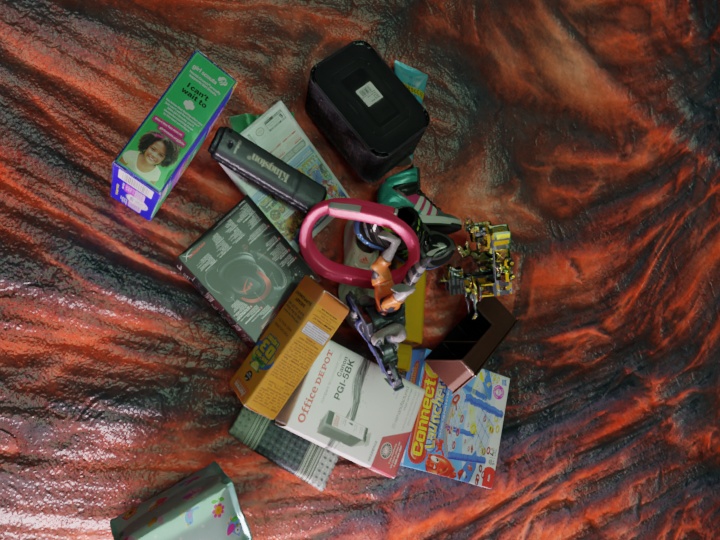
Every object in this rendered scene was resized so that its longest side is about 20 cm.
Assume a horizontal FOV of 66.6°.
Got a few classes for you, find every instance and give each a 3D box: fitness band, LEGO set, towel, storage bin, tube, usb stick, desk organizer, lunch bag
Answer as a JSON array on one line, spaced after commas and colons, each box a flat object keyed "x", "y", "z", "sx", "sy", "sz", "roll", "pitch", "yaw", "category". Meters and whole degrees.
[{"x": -0.002, "y": -0.040, "z": 0.866, "sx": 0.194, "sy": 0.146, "sz": 0.038, "roll": 12, "pitch": 39, "yaw": 7, "category": "fitness band"}, {"x": 0.195, "y": -0.017, "z": 0.979, "sx": 0.112, "sy": 0.200, "sz": 0.158, "roll": -6, "pitch": 105, "yaw": 2, "category": "LEGO set"}, {"x": -0.091, "y": 0.221, "z": 0.899, "sx": 0.191, "sy": 0.034, "sz": 0.203, "roll": 34, "pitch": 71, "yaw": -13, "category": "towel"}, {"x": 0.009, "y": -0.278, "z": 0.957, "sx": 0.134, "sy": 0.094, "sz": 0.201, "roll": -38, "pitch": 84, "yaw": -20, "category": "storage bin"}, {"x": 0.087, "y": -0.304, "z": 1.056, "sx": 0.076, "sy": 0.050, "sz": 0.206, "roll": 17, "pitch": 71, "yaw": -27, "category": "tube"}, {"x": -0.140, "y": -0.152, "z": 0.855, "sx": 0.197, "sy": 0.032, "sz": 0.057, "roll": 30, "pitch": 81, "yaw": -23, "category": "usb stick"}, {"x": 0.201, "y": 0.124, "z": 0.979, "sx": 0.077, "sy": 0.072, "sz": 0.199, "roll": 46, "pitch": 43, "yaw": 9, "category": "desk organizer"}, {"x": -0.228, "y": 0.405, "z": 0.754, "sx": 0.167, "sy": 0.121, "sz": 0.205, "roll": -22, "pitch": 99, "yaw": -28, "category": "lunch bag"}]

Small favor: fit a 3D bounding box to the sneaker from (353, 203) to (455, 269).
[{"x": 0.083, "y": -0.057, "z": 0.910, "sx": 0.196, "sy": 0.082, "sz": 0.073, "roll": 19, "pitch": 62, "yaw": -27, "category": "sneaker"}]

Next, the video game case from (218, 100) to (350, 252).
[{"x": -0.121, "y": -0.148, "z": 0.893, "sx": 0.143, "sy": 0.018, "sz": 0.202, "roll": -44, "pitch": 109, "yaw": -18, "category": "video game case"}]

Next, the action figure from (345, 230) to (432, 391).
[{"x": 0.053, "y": 0.072, "z": 0.826, "sx": 0.102, "sy": 0.196, "sz": 0.202, "roll": -12, "pitch": 49, "yaw": -20, "category": "action figure"}]

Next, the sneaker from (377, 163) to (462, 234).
[{"x": 0.106, "y": -0.132, "z": 1.017, "sx": 0.196, "sy": 0.083, "sz": 0.124, "roll": 5, "pitch": 73, "yaw": -38, "category": "sneaker"}]

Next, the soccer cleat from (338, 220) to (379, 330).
[{"x": 0.000, "y": 0.000, "z": 0.945, "sx": 0.067, "sy": 0.077, "sz": 0.206, "roll": 2, "pitch": 81, "yaw": -24, "category": "soccer cleat"}]

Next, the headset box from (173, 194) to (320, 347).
[{"x": -0.171, "y": 0.011, "z": 0.865, "sx": 0.201, "sy": 0.075, "sz": 0.149, "roll": 48, "pitch": 67, "yaw": -10, "category": "headset box"}]

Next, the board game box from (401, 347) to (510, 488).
[{"x": 0.164, "y": 0.267, "z": 0.990, "sx": 0.192, "sy": 0.056, "sz": 0.205, "roll": 20, "pitch": 74, "yaw": -21, "category": "board game box"}]

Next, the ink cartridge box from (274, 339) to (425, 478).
[{"x": -0.016, "y": 0.214, "z": 0.866, "sx": 0.197, "sy": 0.083, "sz": 0.150, "roll": 28, "pitch": 72, "yaw": -15, "category": "ink cartridge box"}]

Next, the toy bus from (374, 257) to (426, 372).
[{"x": 0.072, "y": 0.070, "z": 0.962, "sx": 0.064, "sy": 0.078, "sz": 0.206, "roll": 13, "pitch": 70, "yaw": -21, "category": "toy bus"}]

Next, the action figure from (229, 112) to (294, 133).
[{"x": -0.147, "y": -0.156, "z": 0.916, "sx": 0.115, "sy": 0.054, "sz": 0.206, "roll": -13, "pitch": 94, "yaw": -27, "category": "action figure"}]

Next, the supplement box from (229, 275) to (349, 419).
[{"x": -0.105, "y": 0.113, "z": 0.812, "sx": 0.068, "sy": 0.066, "sz": 0.202, "roll": 36, "pitch": 87, "yaw": -41, "category": "supplement box"}]

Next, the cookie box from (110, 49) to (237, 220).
[{"x": -0.275, "y": -0.190, "z": 0.798, "sx": 0.074, "sy": 0.170, "sz": 0.203, "roll": 33, "pitch": 70, "yaw": -18, "category": "cookie box"}]
